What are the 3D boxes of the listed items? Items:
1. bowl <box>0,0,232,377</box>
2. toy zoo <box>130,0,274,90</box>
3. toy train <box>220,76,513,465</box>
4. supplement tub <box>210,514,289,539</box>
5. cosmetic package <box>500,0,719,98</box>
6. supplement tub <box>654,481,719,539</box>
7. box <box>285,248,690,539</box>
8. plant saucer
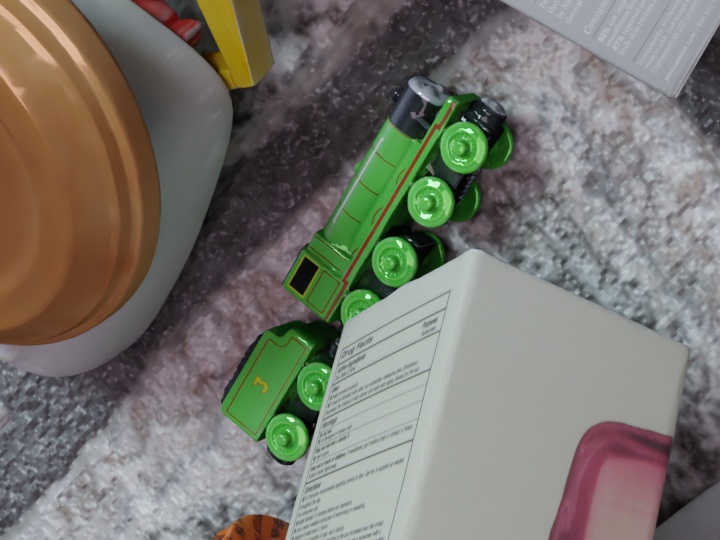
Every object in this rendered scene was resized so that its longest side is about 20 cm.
[{"bbox_3d":[-0.172,-0.049,0.890,0.199,0.075,0.200,34,134,6],"label":"bowl"},{"bbox_3d":[-0.119,-0.133,0.860,0.199,0.020,0.132,0,126,36],"label":"toy zoo"},{"bbox_3d":[0.000,0.000,0.899,0.056,0.042,0.201,38,112,18],"label":"toy train"},{"bbox_3d":[-0.091,0.210,0.933,0.123,0.122,0.200,48,113,3],"label":"supplement tub"},{"bbox_3d":[0.057,-0.160,0.786,0.199,0.107,0.091,27,111,0],"label":"cosmetic package"},{"bbox_3d":[0.199,0.184,0.817,0.145,0.145,0.201,-36,90,22],"label":"supplement tub"},{"bbox_3d":[0.039,0.114,0.800,0.108,0.201,0.128,24,156,-18],"label":"box"},{"bbox_3d":[-0.174,-0.050,0.815,0.199,0.037,0.201,16,128,22],"label":"plant saucer"}]
